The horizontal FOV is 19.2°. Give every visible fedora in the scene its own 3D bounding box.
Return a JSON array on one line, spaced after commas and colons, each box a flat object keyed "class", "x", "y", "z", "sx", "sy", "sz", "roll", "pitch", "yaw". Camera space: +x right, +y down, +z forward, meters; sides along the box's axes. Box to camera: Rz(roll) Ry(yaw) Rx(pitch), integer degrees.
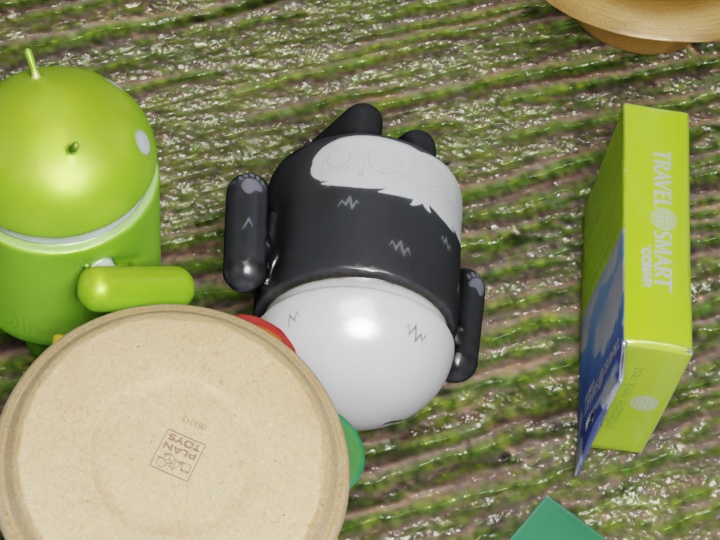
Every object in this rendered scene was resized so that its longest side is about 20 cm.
[{"class": "fedora", "x": 0.204, "y": -0.208, "z": 1.470, "sx": 0.200, "sy": 0.082, "sz": 0.201, "roll": 0, "pitch": 55, "yaw": 0}]

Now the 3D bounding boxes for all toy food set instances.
[{"class": "toy food set", "x": -0.098, "y": 0.107, "z": 1.149, "sx": 0.200, "sy": 0.049, "sz": 0.198, "roll": 9, "pitch": 63, "yaw": -4}]

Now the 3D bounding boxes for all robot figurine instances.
[{"class": "robot figurine", "x": -0.002, "y": 0.000, "z": 1.280, "sx": 0.150, "sy": 0.125, "sz": 0.200, "roll": 0, "pitch": 55, "yaw": 5}, {"class": "robot figurine", "x": -0.174, "y": -0.035, "z": 1.232, "sx": 0.116, "sy": 0.200, "sz": 0.176, "roll": -21, "pitch": 58, "yaw": -19}]

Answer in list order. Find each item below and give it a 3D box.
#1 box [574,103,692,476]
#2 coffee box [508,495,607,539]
[{"class": "box", "x": 0.165, "y": 0.014, "z": 1.289, "sx": 0.048, "sy": 0.122, "sz": 0.200, "roll": 8, "pitch": 55, "yaw": -4}, {"class": "coffee box", "x": 0.087, "y": 0.227, "z": 1.126, "sx": 0.123, "sy": 0.044, "sz": 0.200, "roll": 34, "pitch": 59, "yaw": 15}]
